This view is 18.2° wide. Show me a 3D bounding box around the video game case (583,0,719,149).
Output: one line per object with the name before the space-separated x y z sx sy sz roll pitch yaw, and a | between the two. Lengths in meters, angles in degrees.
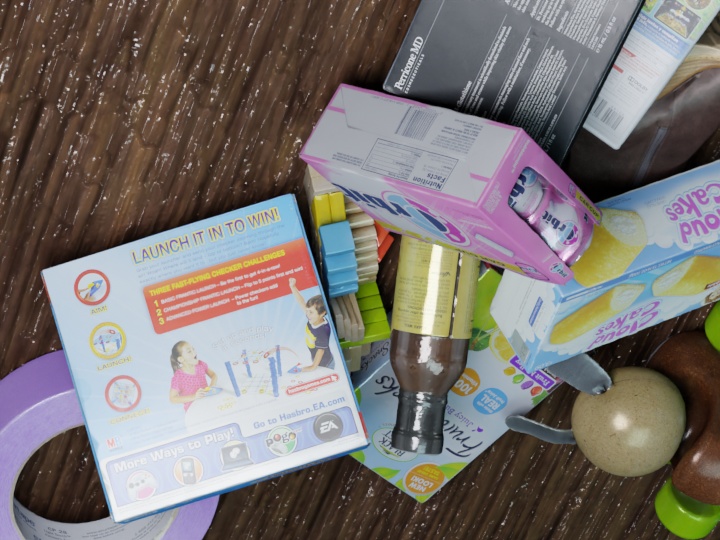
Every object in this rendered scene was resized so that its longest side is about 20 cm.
video game case | 0.182 -0.205 1.604 0.143 0.018 0.200 36 116 2

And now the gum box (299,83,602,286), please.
gum box | 0.067 -0.061 1.593 0.113 0.200 0.066 39 76 -42

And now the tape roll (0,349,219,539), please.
tape roll | -0.214 0.162 1.778 0.199 0.066 0.201 -8 119 -14

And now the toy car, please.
toy car | 0.223 0.108 1.822 0.199 0.158 0.165 10 133 -18

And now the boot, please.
boot | 0.250 -0.119 1.716 0.199 0.073 0.167 -5 136 -10

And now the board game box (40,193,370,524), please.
board game box | -0.115 0.067 1.677 0.199 0.197 0.056 -17 173 -2

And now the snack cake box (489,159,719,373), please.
snack cake box | 0.208 -0.005 1.727 0.199 0.067 0.115 -20 152 -22

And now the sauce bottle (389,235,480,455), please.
sauce bottle | 0.054 0.039 1.720 0.064 0.065 0.201 7 93 -20

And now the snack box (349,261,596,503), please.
snack box | 0.071 0.083 1.822 0.200 0.053 0.142 -42 125 16

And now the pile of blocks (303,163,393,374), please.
pile of blocks | 0.000 0.000 1.720 0.062 0.082 0.200 -13 130 -9

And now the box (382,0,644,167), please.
box | 0.121 -0.189 1.571 0.141 0.079 0.200 28 121 4
